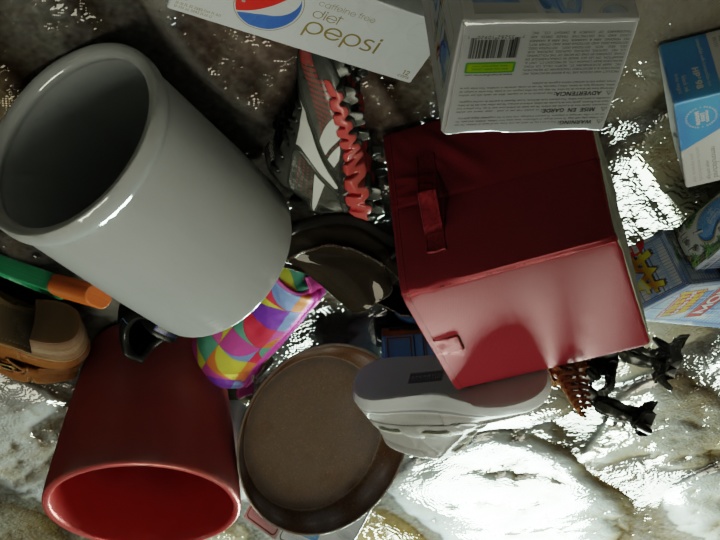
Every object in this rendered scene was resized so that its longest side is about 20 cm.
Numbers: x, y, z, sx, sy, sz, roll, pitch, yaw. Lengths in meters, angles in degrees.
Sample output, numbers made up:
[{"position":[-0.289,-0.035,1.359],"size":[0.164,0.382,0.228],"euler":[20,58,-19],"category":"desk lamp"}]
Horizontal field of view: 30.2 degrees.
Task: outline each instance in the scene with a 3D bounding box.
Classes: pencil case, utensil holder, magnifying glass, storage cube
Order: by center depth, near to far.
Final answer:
[{"position":[-0.171,-0.058,1.072],"size":[0.169,0.171,0.200],"euler":[-21,145,23],"category":"utensil holder"},{"position":[0.134,-0.026,1.145],"size":[0.178,0.172,0.200],"euler":[-14,144,12],"category":"storage cube"},{"position":[-0.276,0.010,1.185],"size":[0.079,0.023,0.199],"euler":[28,171,-36],"category":"magnifying glass"},{"position":[-0.094,0.040,1.289],"size":[0.088,0.089,0.200],"euler":[11,142,-21],"category":"pencil case"}]

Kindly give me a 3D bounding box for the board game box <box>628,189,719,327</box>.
[{"position":[0.332,-0.013,1.234],"size":[0.199,0.062,0.200],"euler":[-5,150,-36],"category":"board game box"}]

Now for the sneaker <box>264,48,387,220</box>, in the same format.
[{"position":[-0.036,-0.115,1.084],"size":[0.097,0.071,0.201],"euler":[-2,142,8],"category":"sneaker"}]

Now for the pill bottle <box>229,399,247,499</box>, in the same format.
[{"position":[-0.173,0.207,1.493],"size":[0.198,0.113,0.112],"euler":[-11,145,11],"category":"pill bottle"}]

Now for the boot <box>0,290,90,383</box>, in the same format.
[{"position":[-0.364,0.061,1.302],"size":[0.198,0.074,0.155],"euler":[19,157,-5],"category":"boot"}]

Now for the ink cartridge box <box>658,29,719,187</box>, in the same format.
[{"position":[0.352,-0.148,1.088],"size":[0.198,0.067,0.116],"euler":[-13,144,12],"category":"ink cartridge box"}]

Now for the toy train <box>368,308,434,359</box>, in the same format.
[{"position":[0.108,0.076,1.336],"size":[0.198,0.115,0.087],"euler":[-4,146,-1],"category":"toy train"}]

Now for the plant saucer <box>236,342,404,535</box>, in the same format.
[{"position":[-0.042,0.169,1.363],"size":[0.199,0.202,0.034],"euler":[20,179,-31],"category":"plant saucer"}]

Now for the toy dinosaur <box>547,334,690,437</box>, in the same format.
[{"position":[0.215,0.091,1.225],"size":[0.135,0.200,0.103],"euler":[24,134,7],"category":"toy dinosaur"}]

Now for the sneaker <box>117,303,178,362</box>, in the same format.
[{"position":[-0.162,0.016,1.251],"size":[0.070,0.078,0.200],"euler":[21,138,-32],"category":"sneaker"}]

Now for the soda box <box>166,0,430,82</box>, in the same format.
[{"position":[-0.037,-0.205,0.964],"size":[0.198,0.064,0.068],"euler":[13,141,-25],"category":"soda box"}]

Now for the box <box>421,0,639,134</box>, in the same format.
[{"position":[0.100,-0.199,0.869],"size":[0.111,0.201,0.102],"euler":[-2,146,-7],"category":"box"}]

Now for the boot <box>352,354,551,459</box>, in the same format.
[{"position":[0.095,0.128,1.242],"size":[0.199,0.074,0.096],"euler":[-2,136,32],"category":"boot"}]

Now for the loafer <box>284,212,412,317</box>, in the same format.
[{"position":[0.000,0.000,1.198],"size":[0.199,0.072,0.073],"euler":[12,153,-43],"category":"loafer"}]

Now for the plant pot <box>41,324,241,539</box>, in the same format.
[{"position":[-0.215,0.162,1.359],"size":[0.198,0.179,0.201],"euler":[0,145,0],"category":"plant pot"}]

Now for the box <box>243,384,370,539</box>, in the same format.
[{"position":[-0.026,0.206,1.445],"size":[0.060,0.201,0.116],"euler":[22,171,48],"category":"box"}]
